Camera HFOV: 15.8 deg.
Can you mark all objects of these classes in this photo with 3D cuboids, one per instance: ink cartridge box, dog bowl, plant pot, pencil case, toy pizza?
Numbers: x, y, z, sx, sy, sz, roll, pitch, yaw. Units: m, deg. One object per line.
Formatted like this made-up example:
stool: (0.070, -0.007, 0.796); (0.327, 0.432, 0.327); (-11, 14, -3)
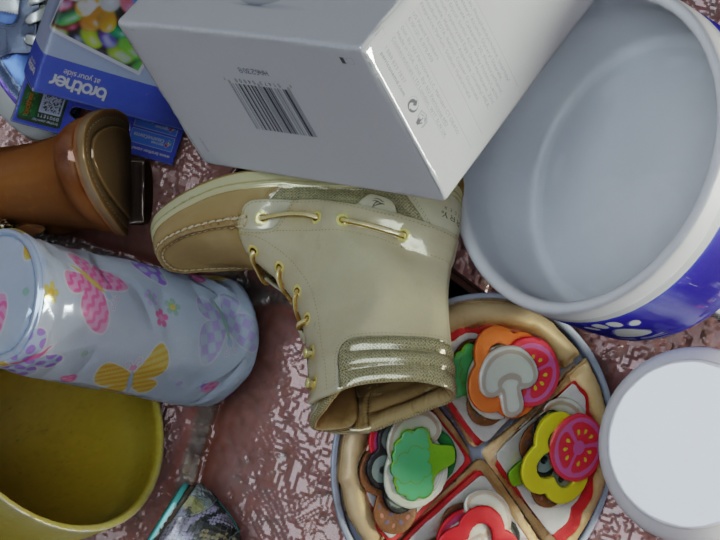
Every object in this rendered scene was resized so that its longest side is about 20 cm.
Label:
ink cartridge box: (-0.135, -0.165, 1.636); (0.119, 0.042, 0.201); (15, 110, -23)
dog bowl: (0.155, -0.062, 1.533); (0.199, 0.079, 0.202); (-17, 64, 39)
plant pot: (-0.244, 0.099, 1.636); (0.142, 0.200, 0.201); (-32, 80, 33)
pencil case: (-0.154, 0.029, 1.605); (0.083, 0.199, 0.091); (-39, 58, 30)
toy pizza: (0.075, 0.114, 1.584); (0.199, 0.032, 0.202); (-4, 99, -26)

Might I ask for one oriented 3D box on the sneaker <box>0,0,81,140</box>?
sneaker: (-0.190, -0.199, 1.662); (0.146, 0.080, 0.201); (-26, 73, 43)

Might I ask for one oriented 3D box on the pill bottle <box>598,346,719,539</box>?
pill bottle: (0.200, 0.104, 1.532); (0.115, 0.200, 0.117); (-1, 85, 10)

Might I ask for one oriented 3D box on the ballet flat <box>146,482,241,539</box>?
ballet flat: (-0.145, 0.230, 1.656); (0.072, 0.072, 0.201); (39, 95, 11)

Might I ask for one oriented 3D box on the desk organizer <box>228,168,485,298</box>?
desk organizer: (0.000, 0.000, 1.640); (0.200, 0.077, 0.072); (37, 93, 11)

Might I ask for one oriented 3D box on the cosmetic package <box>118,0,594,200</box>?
cosmetic package: (0.006, -0.160, 1.516); (0.199, 0.123, 0.200); (11, 54, 42)

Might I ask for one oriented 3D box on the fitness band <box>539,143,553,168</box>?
fitness band: (0.117, -0.158, 1.655); (0.143, 0.037, 0.201); (26, 90, 14)

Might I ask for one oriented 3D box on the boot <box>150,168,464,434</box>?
boot: (-0.035, 0.021, 1.541); (0.199, 0.073, 0.156); (-6, 64, 16)

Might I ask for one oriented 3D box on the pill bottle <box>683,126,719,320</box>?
pill bottle: (0.247, -0.068, 1.584); (0.110, 0.111, 0.201); (23, 90, 11)

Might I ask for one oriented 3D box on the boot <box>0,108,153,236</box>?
boot: (-0.217, -0.053, 1.621); (0.154, 0.200, 0.074); (0, 81, 2)
